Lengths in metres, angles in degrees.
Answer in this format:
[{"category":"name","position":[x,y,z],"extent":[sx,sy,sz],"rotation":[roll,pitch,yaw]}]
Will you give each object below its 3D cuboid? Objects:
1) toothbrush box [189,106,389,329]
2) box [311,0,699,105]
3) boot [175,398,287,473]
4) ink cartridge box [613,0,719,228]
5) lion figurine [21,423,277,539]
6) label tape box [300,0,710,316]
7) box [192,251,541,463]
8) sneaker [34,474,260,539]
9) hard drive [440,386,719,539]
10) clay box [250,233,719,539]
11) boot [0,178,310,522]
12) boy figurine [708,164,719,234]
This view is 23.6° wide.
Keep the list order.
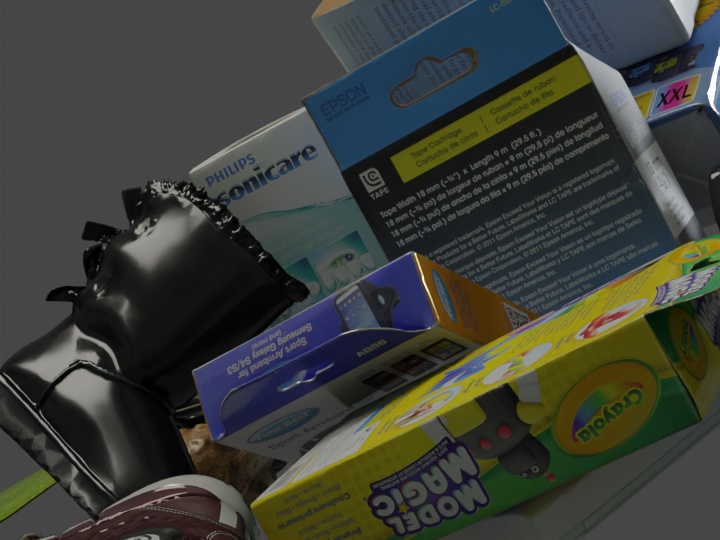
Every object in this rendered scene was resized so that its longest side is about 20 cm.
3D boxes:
[{"category":"toothbrush box","position":[0.000,0.000,1.011],"extent":[0.085,0.201,0.146],"rotation":[-28,3,18]},{"category":"box","position":[0.097,-0.180,1.018],"extent":[0.199,0.107,0.153],"rotation":[-20,28,34]},{"category":"boot","position":[-0.109,0.117,1.163],"extent":[0.157,0.080,0.211],"rotation":[-30,5,-16]},{"category":"ink cartridge box","position":[0.173,-0.100,0.995],"extent":[0.136,0.077,0.200],"rotation":[-20,26,33]},{"category":"lion figurine","position":[-0.131,0.152,0.963],"extent":[0.199,0.073,0.123],"rotation":[-35,-12,-7]},{"category":"label tape box","position":[0.083,-0.036,0.885],"extent":[0.144,0.201,0.063],"rotation":[-26,5,26]},{"category":"box","position":[0.015,0.049,0.785],"extent":[0.119,0.042,0.200],"rotation":[-28,-28,20]},{"category":"sneaker","position":[-0.127,0.142,0.649],"extent":[0.199,0.076,0.115],"rotation":[-30,7,-7]},{"category":"hard drive","position":[0.104,0.065,0.730],"extent":[0.199,0.026,0.132],"rotation":[-32,5,-32]},{"category":"clay box","position":[0.066,0.051,0.658],"extent":[0.199,0.048,0.115],"rotation":[-27,3,24]},{"category":"boot","position":[-0.092,0.057,0.885],"extent":[0.163,0.198,0.073],"rotation":[-46,-29,-11]},{"category":"boy figurine","position":[0.269,-0.055,0.813],"extent":[0.199,0.065,0.124],"rotation":[-21,-18,39]}]
